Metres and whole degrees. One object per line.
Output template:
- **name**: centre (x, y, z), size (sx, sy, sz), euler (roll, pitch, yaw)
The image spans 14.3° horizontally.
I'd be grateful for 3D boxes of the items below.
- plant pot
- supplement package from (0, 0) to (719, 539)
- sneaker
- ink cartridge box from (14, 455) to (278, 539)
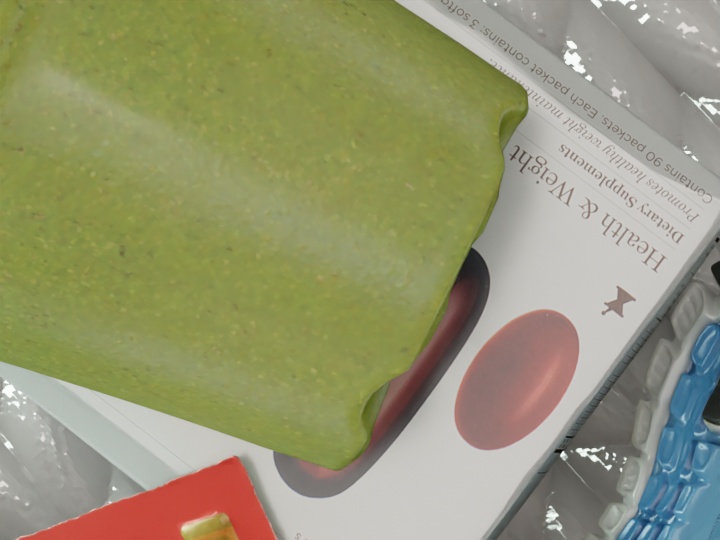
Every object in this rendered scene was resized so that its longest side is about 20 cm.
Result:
- **plant pot**: centre (-0.058, -0.036, 0.863), size (0.184, 0.200, 0.201), euler (26, 93, -4)
- **supplement package**: centre (0.000, 0.000, 1.011), size (0.191, 0.147, 0.200), euler (37, 93, 5)
- **sneaker**: centre (0.117, 0.102, 0.938), size (0.087, 0.075, 0.200), euler (25, 94, -24)
- **ink cartridge box**: centre (-0.068, 0.181, 0.951), size (0.161, 0.050, 0.200), euler (-22, 96, 28)
